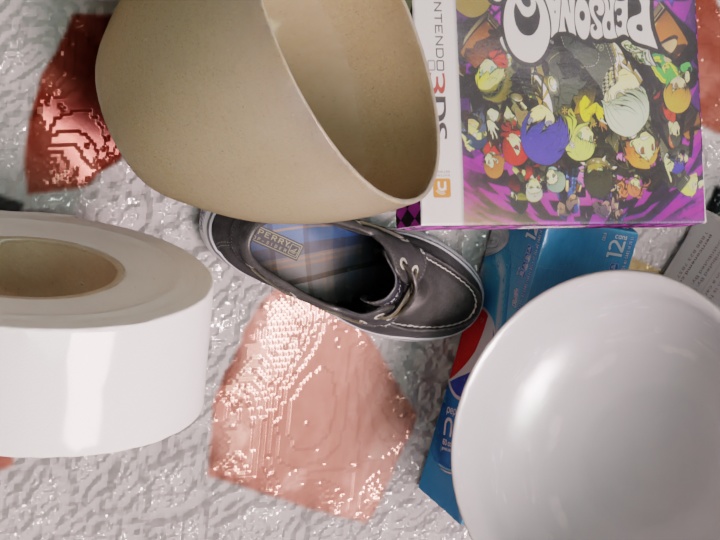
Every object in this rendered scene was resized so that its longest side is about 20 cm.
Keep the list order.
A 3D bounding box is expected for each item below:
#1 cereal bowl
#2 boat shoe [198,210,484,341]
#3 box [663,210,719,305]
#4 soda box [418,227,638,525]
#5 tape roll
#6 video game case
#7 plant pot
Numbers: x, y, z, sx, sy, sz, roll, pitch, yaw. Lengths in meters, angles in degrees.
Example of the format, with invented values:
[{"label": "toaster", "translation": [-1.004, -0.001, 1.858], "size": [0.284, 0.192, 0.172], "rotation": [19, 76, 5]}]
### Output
[{"label": "cereal bowl", "translation": [0.157, 0.105, 1.510], "size": [0.083, 0.200, 0.201], "rotation": [23, 97, -57]}, {"label": "boat shoe", "translation": [0.000, 0.000, 1.525], "size": [0.200, 0.066, 0.070], "rotation": [25, 95, -32]}, {"label": "box", "translation": [0.253, 0.098, 1.618], "size": [0.131, 0.200, 0.199], "rotation": [33, 91, -31]}, {"label": "soda box", "translation": [0.102, 0.057, 1.601], "size": [0.068, 0.064, 0.201], "rotation": [9, 103, -28]}, {"label": "tape roll", "translation": [-0.178, 0.029, 1.364], "size": [0.202, 0.202, 0.071], "rotation": [-4, 109, -27]}, {"label": "video game case", "translation": [0.110, -0.115, 1.526], "size": [0.199, 0.036, 0.182], "rotation": [0, 87, -28]}, {"label": "plant pot", "translation": [-0.063, -0.106, 1.399], "size": [0.134, 0.201, 0.200], "rotation": [-22, 124, 22]}]
